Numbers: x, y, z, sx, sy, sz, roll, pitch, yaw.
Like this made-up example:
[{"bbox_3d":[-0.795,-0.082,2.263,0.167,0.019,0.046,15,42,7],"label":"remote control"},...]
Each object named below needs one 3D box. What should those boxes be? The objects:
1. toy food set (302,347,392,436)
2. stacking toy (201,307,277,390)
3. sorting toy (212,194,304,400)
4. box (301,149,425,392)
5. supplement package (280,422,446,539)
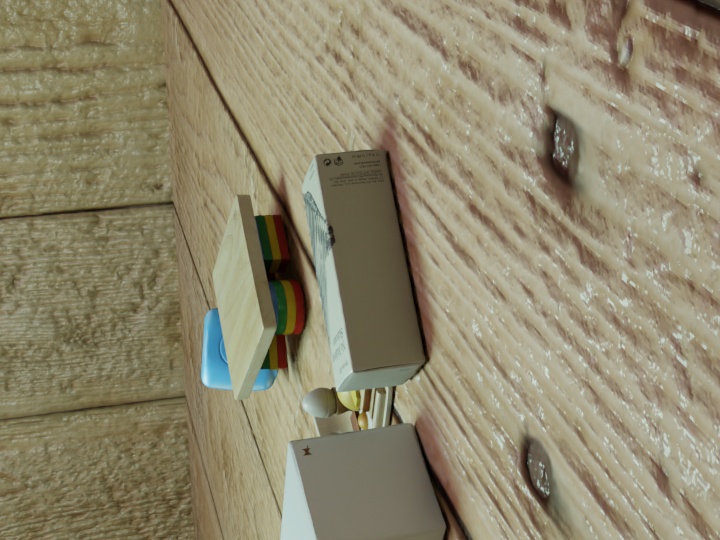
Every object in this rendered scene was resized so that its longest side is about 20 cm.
[{"bbox_3d":[-0.020,0.120,1.237,0.144,0.060,0.201,-111,19,-46],"label":"toy food set"},{"bbox_3d":[-0.166,0.129,1.787,0.200,0.109,0.117,94,178,-76],"label":"stacking toy"},{"bbox_3d":[-0.132,0.036,1.613,0.200,0.069,0.200,116,146,-54],"label":"sorting toy"},{"bbox_3d":[0.000,0.000,1.088,0.082,0.068,0.201,119,143,-67],"label":"box"},{"bbox_3d":[-0.004,0.250,1.116,0.201,0.116,0.118,97,161,-45],"label":"supplement package"}]
